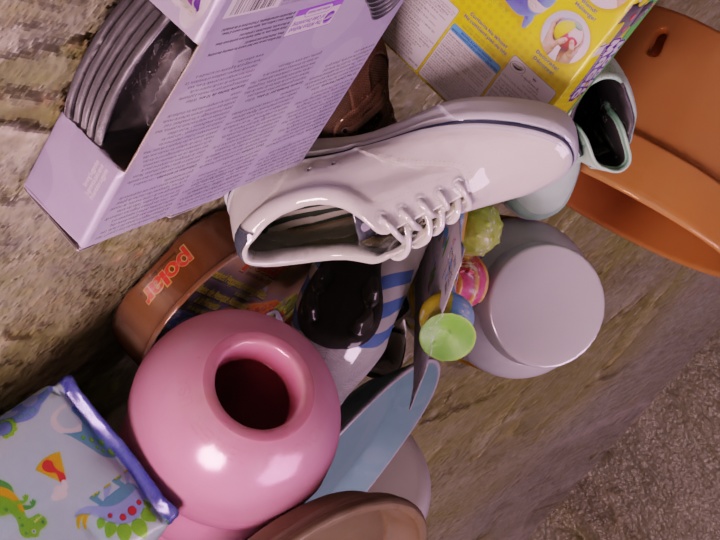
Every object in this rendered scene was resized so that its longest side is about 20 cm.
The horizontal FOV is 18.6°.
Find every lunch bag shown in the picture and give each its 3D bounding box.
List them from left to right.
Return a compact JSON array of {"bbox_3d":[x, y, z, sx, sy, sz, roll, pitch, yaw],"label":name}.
[{"bbox_3d":[-0.213,0.170,1.255,0.170,0.128,0.200,-38,180,-25],"label":"lunch bag"}]

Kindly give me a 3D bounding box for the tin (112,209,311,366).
[{"bbox_3d":[-0.086,0.018,1.345,0.112,0.042,0.200,-43,165,4],"label":"tin"}]

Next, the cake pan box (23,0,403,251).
[{"bbox_3d":[-0.057,-0.108,1.065,0.200,0.052,0.185,-27,154,-52],"label":"cake pan box"}]

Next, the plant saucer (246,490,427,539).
[{"bbox_3d":[-0.045,0.200,1.277,0.199,0.029,0.201,-33,150,-22],"label":"plant saucer"}]

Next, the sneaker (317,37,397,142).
[{"bbox_3d":[0.004,-0.078,1.259,0.070,0.076,0.200,-42,165,-14],"label":"sneaker"}]

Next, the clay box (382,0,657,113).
[{"bbox_3d":[0.109,-0.173,1.218,0.200,0.115,0.048,-51,165,23],"label":"clay box"}]

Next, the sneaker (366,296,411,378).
[{"bbox_3d":[-0.012,0.047,1.518,0.067,0.090,0.201,-39,164,-25],"label":"sneaker"}]

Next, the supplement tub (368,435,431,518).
[{"bbox_3d":[-0.037,0.211,1.780,0.144,0.144,0.201,-34,162,-37],"label":"supplement tub"}]

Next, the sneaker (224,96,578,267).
[{"bbox_3d":[0.024,-0.038,1.197,0.198,0.071,0.073,-12,139,10],"label":"sneaker"}]

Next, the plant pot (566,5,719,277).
[{"bbox_3d":[0.221,-0.102,1.604,0.141,0.199,0.200,-61,166,-3],"label":"plant pot"}]

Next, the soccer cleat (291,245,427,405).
[{"bbox_3d":[0.000,0.000,1.380,0.087,0.069,0.201,102,11,-46],"label":"soccer cleat"}]

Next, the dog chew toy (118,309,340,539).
[{"bbox_3d":[-0.088,0.105,1.287,0.124,0.125,0.200,-36,172,-31],"label":"dog chew toy"}]

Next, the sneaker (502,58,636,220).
[{"bbox_3d":[0.129,-0.079,1.425,0.073,0.119,0.201,-17,139,-12],"label":"sneaker"}]

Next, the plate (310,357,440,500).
[{"bbox_3d":[-0.018,0.132,1.490,0.200,0.026,0.200,-46,166,-16],"label":"plate"}]

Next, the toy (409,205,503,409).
[{"bbox_3d":[0.065,-0.006,1.438,0.201,0.047,0.116,-80,-174,-59],"label":"toy"}]

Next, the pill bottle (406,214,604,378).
[{"bbox_3d":[0.101,0.017,1.561,0.113,0.113,0.200,-43,-168,-8],"label":"pill bottle"}]
